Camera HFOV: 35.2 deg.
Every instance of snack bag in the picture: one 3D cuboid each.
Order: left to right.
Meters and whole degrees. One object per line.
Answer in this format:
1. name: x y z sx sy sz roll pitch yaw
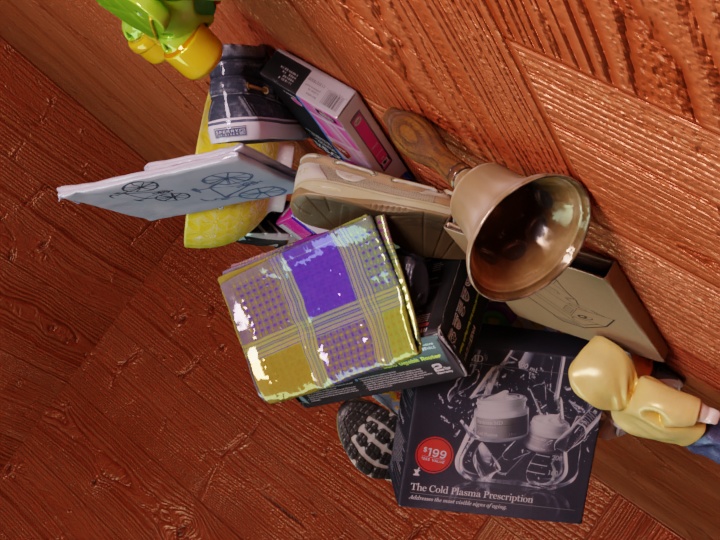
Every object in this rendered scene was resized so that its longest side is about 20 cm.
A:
1. snack bag: -0.171 -0.085 1.138 0.200 0.021 0.189 -10 172 18

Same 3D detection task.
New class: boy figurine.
1. boy figurine: 0.285 0.131 1.073 0.200 0.065 0.124 29 166 -1

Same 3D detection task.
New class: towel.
1. towel: -0.041 0.040 1.071 0.023 0.200 0.144 -13 -95 -57

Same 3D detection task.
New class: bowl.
1. bowl: -0.136 -0.117 1.324 0.107 0.201 0.200 10 177 -5

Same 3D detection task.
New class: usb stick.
1. usb stick: 0.000 0.000 1.117 0.033 0.056 0.200 -8 -167 -33

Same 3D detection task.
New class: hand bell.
1. hand bell: 0.073 -0.073 0.864 0.104 0.104 0.200 42 -175 -45

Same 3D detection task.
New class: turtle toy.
1. turtle toy: -0.141 -0.215 0.792 0.146 0.101 0.200 40 173 -36

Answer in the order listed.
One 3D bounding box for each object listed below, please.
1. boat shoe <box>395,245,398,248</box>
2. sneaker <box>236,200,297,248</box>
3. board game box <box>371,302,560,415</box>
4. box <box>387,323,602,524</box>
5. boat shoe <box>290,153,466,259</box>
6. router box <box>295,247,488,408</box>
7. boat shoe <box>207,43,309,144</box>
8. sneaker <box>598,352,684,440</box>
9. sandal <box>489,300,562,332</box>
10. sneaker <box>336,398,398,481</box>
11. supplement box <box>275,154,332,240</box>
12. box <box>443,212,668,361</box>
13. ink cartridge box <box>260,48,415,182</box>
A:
1. boat shoe: 0.069 -0.021 1.373 0.063 0.074 0.201 -3 -172 -34
2. sneaker: -0.082 -0.046 1.452 0.200 0.080 0.074 -3 -135 -33
3. board game box: 0.124 0.105 1.324 0.103 0.200 0.105 38 174 -21
4. box: 0.143 0.157 1.205 0.200 0.183 0.104 6 -169 -6
5. boat shoe: 0.037 -0.063 1.066 0.200 0.063 0.073 11 147 -2
6. router box: 0.027 0.049 1.134 0.200 0.150 0.062 -16 124 34
7. boat shoe: -0.096 -0.169 1.094 0.071 0.091 0.200 -3 -175 10
8. sneaker: 0.281 0.139 1.200 0.076 0.092 0.200 34 174 14
9. sandal: 0.138 0.018 1.194 0.212 0.070 0.078 39 174 -21
10. sneaker: 0.030 0.202 1.329 0.200 0.077 0.089 44 179 -36
11. supplement box: -0.023 -0.069 1.298 0.103 0.101 0.200 36 175 -9
12. box: 0.182 0.018 1.033 0.163 0.021 0.200 20 165 35
13. ink cartridge box: -0.017 -0.133 1.082 0.095 0.037 0.200 33 176 26
